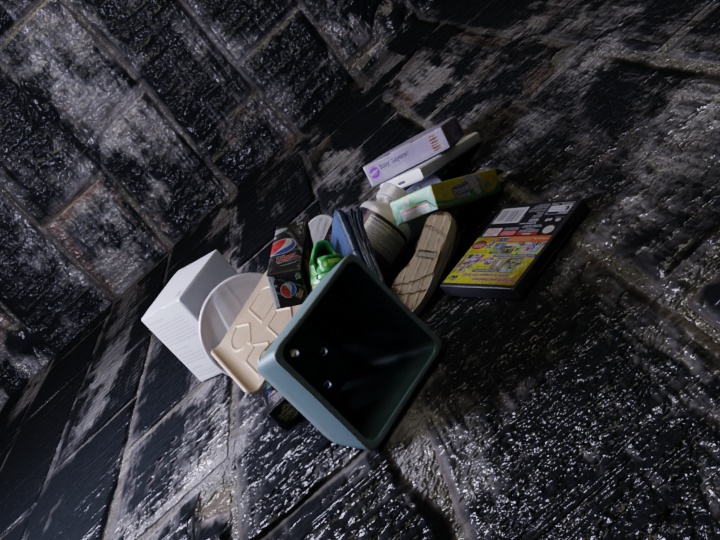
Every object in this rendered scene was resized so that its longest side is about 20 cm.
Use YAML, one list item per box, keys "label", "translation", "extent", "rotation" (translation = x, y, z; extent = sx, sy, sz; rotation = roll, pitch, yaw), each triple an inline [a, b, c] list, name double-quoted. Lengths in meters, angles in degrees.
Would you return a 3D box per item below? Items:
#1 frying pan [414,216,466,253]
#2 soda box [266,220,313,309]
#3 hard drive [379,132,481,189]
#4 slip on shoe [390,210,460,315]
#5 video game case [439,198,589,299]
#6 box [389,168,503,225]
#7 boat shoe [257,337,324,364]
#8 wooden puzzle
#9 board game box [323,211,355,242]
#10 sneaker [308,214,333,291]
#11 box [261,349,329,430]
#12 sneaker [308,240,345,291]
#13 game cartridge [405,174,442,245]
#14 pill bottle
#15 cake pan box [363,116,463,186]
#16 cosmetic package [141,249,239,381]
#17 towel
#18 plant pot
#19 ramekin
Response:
- label: "frying pan"
  translation: [0.113, -0.033, 1.611]
  extent: [0.189, 0.031, 0.115]
  rotation: [-42, 17, -5]
- label: "soda box"
  translation: [-0.121, -0.014, 1.601]
  extent: [0.062, 0.072, 0.201]
  rotation: [-11, 26, 6]
- label: "hard drive"
  translation: [0.146, -0.221, 1.859]
  extent: [0.199, 0.027, 0.131]
  rotation: [-35, 10, -37]
- label: "slip on shoe"
  translation: [0.110, 0.001, 1.495]
  extent: [0.075, 0.061, 0.204]
  rotation: [11, 71, 36]
- label: "video game case"
  translation: [0.229, -0.032, 1.363]
  extent: [0.181, 0.026, 0.199]
  rotation: [-49, 20, -18]
- label: "box"
  translation: [0.160, -0.132, 1.592]
  extent: [0.197, 0.049, 0.116]
  rotation: [-20, 0, -39]
- label: "boat shoe"
  translation: [-0.085, 0.116, 1.499]
  extent: [0.064, 0.072, 0.200]
  rotation: [23, 52, 30]
- label: "wooden puzzle"
  translation: [-0.166, 0.110, 1.612]
  extent: [0.202, 0.046, 0.184]
  rotation: [-53, 38, -3]
- label: "board game box"
  translation: [-0.029, -0.056, 1.754]
  extent: [0.199, 0.032, 0.122]
  rotation: [-25, -43, -67]
- label: "sneaker"
  translation: [-0.087, -0.022, 1.811]
  extent: [0.204, 0.072, 0.115]
  rotation: [-68, -12, 14]
- label: "box"
  translation: [-0.090, 0.160, 1.571]
  extent: [0.200, 0.050, 0.198]
  rotation: [-44, 18, -1]
- label: "sneaker"
  translation: [-0.050, 0.020, 1.482]
  extent: [0.072, 0.085, 0.201]
  rotation: [-13, 36, -14]
- label: "game cartridge"
  translation: [0.118, -0.127, 1.790]
  extent: [0.133, 0.040, 0.201]
  rotation: [-43, 18, 12]
- label: "pill bottle"
  translation: [0.024, -0.056, 1.658]
  extent: [0.202, 0.111, 0.111]
  rotation: [-57, 21, -10]
- label: "cake pan box"
  translation: [0.111, -0.251, 1.893]
  extent: [0.197, 0.053, 0.184]
  rotation: [-26, 6, 20]
- label: "cosmetic package"
  translation: [-0.332, 0.101, 1.967]
  extent: [0.166, 0.201, 0.168]
  rotation: [-22, 26, 44]
- label: "towel"
  translation: [0.000, 0.000, 1.515]
  extent: [0.047, 0.113, 0.203]
  rotation: [-9, 54, -17]
- label: "plant pot"
  translation: [-0.040, 0.131, 1.319]
  extent: [0.197, 0.196, 0.199]
  rotation: [-52, 12, -28]
- label: "ramekin"
  translation: [-0.210, 0.103, 1.731]
  extent: [0.202, 0.203, 0.094]
  rotation: [-43, 7, -3]
